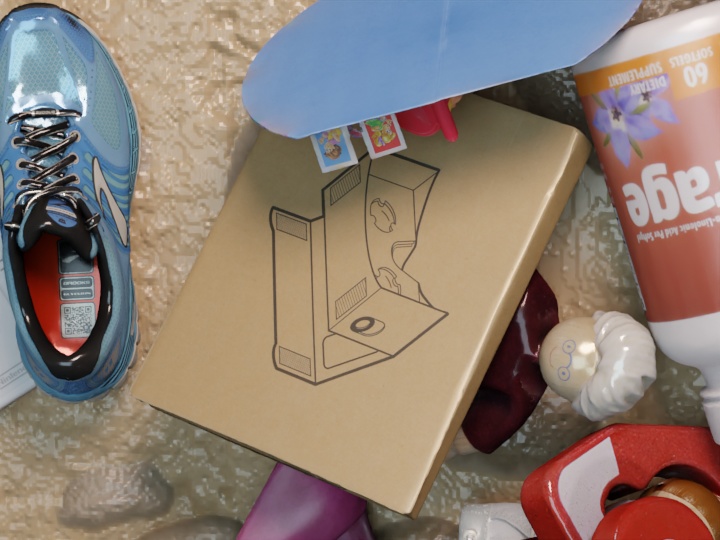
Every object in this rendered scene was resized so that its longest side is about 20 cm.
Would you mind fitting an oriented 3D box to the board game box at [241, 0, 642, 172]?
[{"bbox_3d":[0.045,-0.099,1.271,0.200,0.158,0.039,-14,118,12],"label":"board game box"}]

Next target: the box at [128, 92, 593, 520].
[{"bbox_3d":[0.000,0.000,1.290,0.163,0.021,0.200,21,79,29],"label":"box"}]

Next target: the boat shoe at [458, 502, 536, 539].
[{"bbox_3d":[0.061,0.212,1.344,0.071,0.070,0.201,9,93,11],"label":"boat shoe"}]

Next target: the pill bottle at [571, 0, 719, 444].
[{"bbox_3d":[0.178,-0.025,1.262,0.112,0.112,0.200,-17,93,14],"label":"pill bottle"}]

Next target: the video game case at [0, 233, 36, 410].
[{"bbox_3d":[-0.263,0.013,1.407,0.200,0.024,0.182,-32,90,14],"label":"video game case"}]

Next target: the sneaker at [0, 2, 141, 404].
[{"bbox_3d":[-0.143,-0.035,1.330,0.078,0.090,0.200,-9,88,-3],"label":"sneaker"}]

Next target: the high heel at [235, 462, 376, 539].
[{"bbox_3d":[-0.086,0.158,1.365,0.200,0.067,0.096,-27,101,-1],"label":"high heel"}]

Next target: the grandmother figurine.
[{"bbox_3d":[0.051,0.034,1.298,0.200,0.061,0.121,10,108,31],"label":"grandmother figurine"}]

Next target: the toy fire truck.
[{"bbox_3d":[0.162,0.162,1.277,0.112,0.168,0.200,-29,90,50],"label":"toy fire truck"}]
